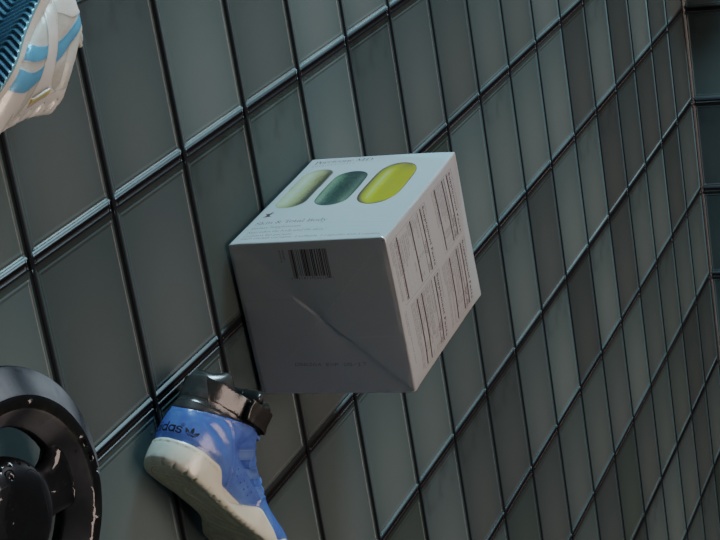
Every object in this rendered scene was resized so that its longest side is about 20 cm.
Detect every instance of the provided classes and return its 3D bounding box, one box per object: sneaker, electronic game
[{"bbox_3d":[-0.100,0.158,1.523,0.200,0.077,0.111,52,51,-45],"label":"sneaker"},{"bbox_3d":[-0.238,0.164,1.220,0.200,0.042,0.201,1,89,-59],"label":"electronic game"},{"bbox_3d":[-0.235,-0.126,1.222,0.081,0.076,0.200,70,31,-41],"label":"sneaker"}]

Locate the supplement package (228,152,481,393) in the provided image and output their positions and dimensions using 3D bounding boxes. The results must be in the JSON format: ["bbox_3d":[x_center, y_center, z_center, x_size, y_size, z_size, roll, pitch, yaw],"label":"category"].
[{"bbox_3d":[0.000,0.000,1.674,0.200,0.151,0.151,-50,133,-57],"label":"supplement package"}]
